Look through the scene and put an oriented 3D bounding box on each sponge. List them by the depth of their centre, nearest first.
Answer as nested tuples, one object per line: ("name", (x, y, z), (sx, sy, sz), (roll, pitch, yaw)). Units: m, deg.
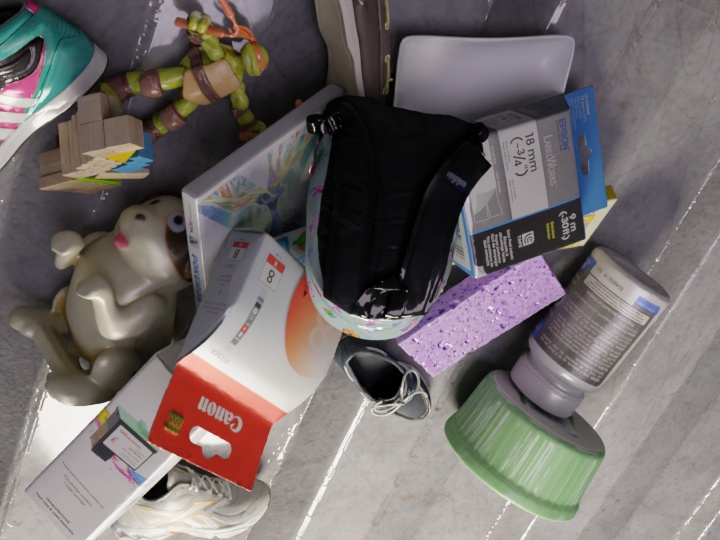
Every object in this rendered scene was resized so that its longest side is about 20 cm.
("sponge", (0.145, 0.048, 1.079), (0.199, 0.030, 0.112), (-33, 141, 9))

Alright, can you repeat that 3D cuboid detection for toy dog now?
("toy dog", (-0.217, 0.020, 0.878), (0.193, 0.140, 0.201), (16, 116, -44))

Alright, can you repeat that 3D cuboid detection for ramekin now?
("ramekin", (0.216, 0.216, 1.144), (0.199, 0.200, 0.098), (23, 106, -32))

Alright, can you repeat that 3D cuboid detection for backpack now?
("backpack", (0.024, -0.040, 0.801), (0.165, 0.202, 0.127), (8, 164, 1))

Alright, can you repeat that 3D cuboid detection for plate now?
("plate", (0.117, -0.157, 0.950), (0.198, 0.032, 0.201), (-5, 124, -18))

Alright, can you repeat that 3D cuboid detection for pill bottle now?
("pill bottle", (0.284, 0.080, 1.123), (0.113, 0.114, 0.201), (23, 110, -32))

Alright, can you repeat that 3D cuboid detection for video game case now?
("video game case", (-0.086, -0.058, 0.855), (0.200, 0.022, 0.183), (-42, 152, -33))

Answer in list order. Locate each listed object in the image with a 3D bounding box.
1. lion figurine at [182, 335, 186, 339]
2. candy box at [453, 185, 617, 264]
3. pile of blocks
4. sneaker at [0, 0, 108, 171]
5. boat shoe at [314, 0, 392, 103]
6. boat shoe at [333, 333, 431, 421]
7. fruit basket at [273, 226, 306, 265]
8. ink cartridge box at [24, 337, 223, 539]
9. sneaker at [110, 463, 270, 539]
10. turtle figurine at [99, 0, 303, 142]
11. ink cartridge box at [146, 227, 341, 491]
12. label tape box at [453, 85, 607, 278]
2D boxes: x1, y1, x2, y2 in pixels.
("lion figurine", (-0.190, 0.118, 0.994), (0.122, 0.073, 0.201), (21, 111, -30))
("candy box", (0.188, -0.051, 1.030), (0.198, 0.027, 0.103), (-8, 149, -17))
("pile of blocks", (-0.223, -0.116, 0.778), (0.081, 0.199, 0.063), (-3, 85, -33))
("sneaker", (-0.324, -0.154, 0.746), (0.200, 0.084, 0.121), (-42, 133, 0))
("boat shoe", (0.002, -0.194, 0.858), (0.059, 0.072, 0.201), (-28, 136, -20))
("boat shoe", (0.033, 0.137, 1.099), (0.075, 0.062, 0.200), (-36, 128, 3))
("fruit basket", (0.000, 0.000, 0.936), (0.199, 0.094, 0.186), (-24, 147, -17))
("ink cartridge box", (-0.213, 0.161, 0.892), (0.200, 0.145, 0.084), (-45, 88, 12))
("sneaker", (-0.206, 0.277, 1.098), (0.198, 0.076, 0.093), (-5, 120, -19))
("turtle figurine", (-0.150, -0.179, 0.809), (0.160, 0.065, 0.200), (-21, 145, 6))
("ink cartridge box", (-0.093, 0.086, 0.809), (0.162, 0.050, 0.202), (44, 57, -50))
("label tape box", (0.183, -0.096, 0.932), (0.198, 0.063, 0.146), (-19, 112, -13))
